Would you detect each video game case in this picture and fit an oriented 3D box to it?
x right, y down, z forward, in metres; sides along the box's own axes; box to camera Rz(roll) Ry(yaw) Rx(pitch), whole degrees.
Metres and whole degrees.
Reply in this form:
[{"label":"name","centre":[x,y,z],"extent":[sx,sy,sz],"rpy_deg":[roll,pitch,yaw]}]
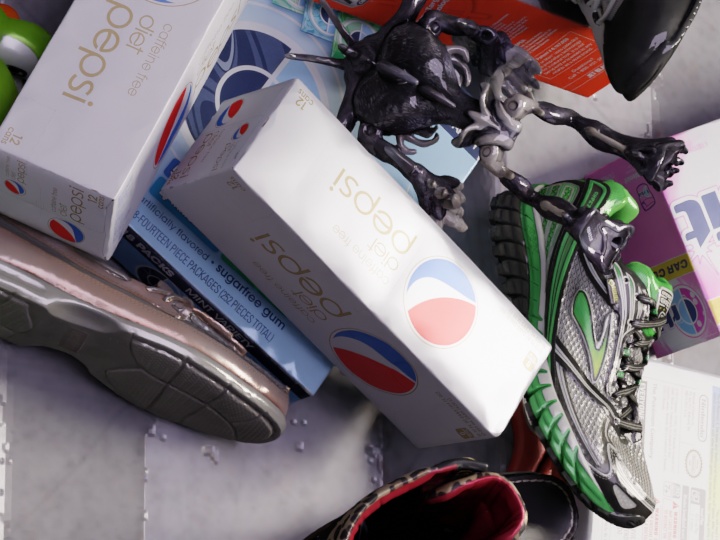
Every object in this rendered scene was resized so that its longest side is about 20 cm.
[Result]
[{"label":"video game case","centre":[0.194,0.157,1.395],"extent":[0.182,0.022,0.200],"rpy_deg":[14,72,-28]}]

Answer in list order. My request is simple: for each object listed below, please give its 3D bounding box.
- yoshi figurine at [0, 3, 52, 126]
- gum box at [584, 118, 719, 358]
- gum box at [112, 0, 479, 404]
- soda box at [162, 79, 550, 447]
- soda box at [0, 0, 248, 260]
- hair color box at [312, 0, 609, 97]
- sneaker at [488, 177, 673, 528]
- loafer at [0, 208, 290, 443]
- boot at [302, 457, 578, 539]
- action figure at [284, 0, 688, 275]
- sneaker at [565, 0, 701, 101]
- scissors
[{"label":"yoshi figurine","centre":[-0.238,-0.113,1.199],"extent":[0.200,0.112,0.112],"rpy_deg":[21,84,-25]},{"label":"gum box","centre":[0.241,-0.038,1.451],"extent":[0.200,0.066,0.114],"rpy_deg":[-20,86,-31]},{"label":"gum box","centre":[-0.042,-0.059,1.318],"extent":[0.170,0.045,0.200],"rpy_deg":[43,62,-14]},{"label":"soda box","centre":[0.000,0.000,1.247],"extent":[0.200,0.068,0.064],"rpy_deg":[45,60,-22]},{"label":"soda box","centre":[-0.110,-0.109,1.236],"extent":[0.068,0.064,0.200],"rpy_deg":[23,61,4]},{"label":"hair color box","centre":[0.065,-0.174,1.366],"extent":[0.200,0.061,0.102],"rpy_deg":[14,58,-35]},{"label":"sneaker","centre":[0.126,0.039,1.330],"extent":[0.078,0.085,0.200],"rpy_deg":[41,36,-65]},{"label":"loafer","centre":[-0.118,0.019,1.245],"extent":[0.200,0.072,0.063],"rpy_deg":[26,59,-17]},{"label":"boot","centre":[0.044,0.135,1.245],"extent":[0.200,0.151,0.073],"rpy_deg":[-11,77,-24]},{"label":"action figure","centre":[0.060,-0.072,1.295],"extent":[0.200,0.102,0.119],"rpy_deg":[30,83,15]},{"label":"sneaker","centre":[0.129,-0.164,1.322],"extent":[0.088,0.074,0.200],"rpy_deg":[28,33,-15]},{"label":"scissors","centre":[0.085,0.136,1.352],"extent":[0.073,0.014,0.200],"rpy_deg":[35,62,-18]}]
